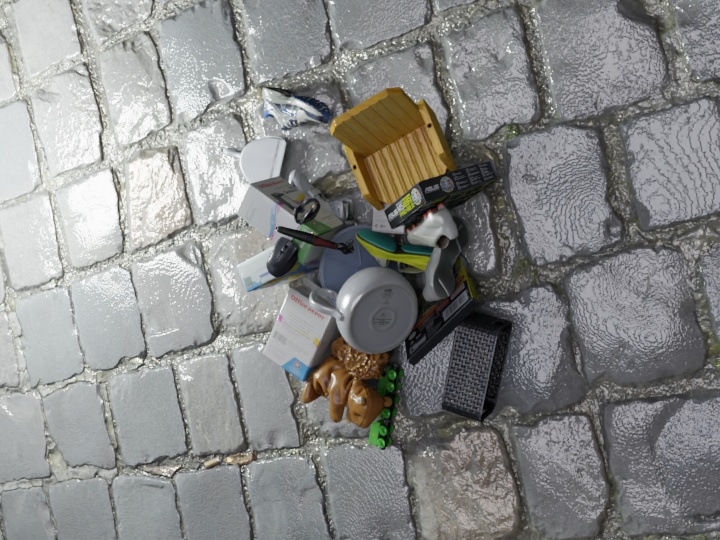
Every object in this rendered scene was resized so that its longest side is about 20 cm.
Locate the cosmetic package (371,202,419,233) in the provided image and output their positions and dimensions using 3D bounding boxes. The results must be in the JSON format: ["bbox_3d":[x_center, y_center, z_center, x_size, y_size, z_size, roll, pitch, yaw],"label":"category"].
[{"bbox_3d":[0.083,-0.187,1.700,0.083,0.107,0.206,7,97,23],"label":"cosmetic package"}]

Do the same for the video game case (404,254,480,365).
[{"bbox_3d":[0.166,0.082,1.650,0.025,0.182,0.200,35,113,-21],"label":"video game case"}]

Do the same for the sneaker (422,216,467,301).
[{"bbox_3d":[0.174,-0.026,1.658,0.069,0.080,0.204,27,64,-15],"label":"sneaker"}]

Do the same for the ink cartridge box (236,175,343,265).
[{"bbox_3d":[-0.157,-0.116,1.718,0.198,0.145,0.089,35,113,13],"label":"ink cartridge box"}]

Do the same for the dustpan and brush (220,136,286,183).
[{"bbox_3d":[-0.272,-0.275,1.898,0.195,0.057,0.143,18,99,16],"label":"dustpan and brush"}]

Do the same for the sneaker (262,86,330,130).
[{"bbox_3d":[-0.153,-0.372,1.826,0.197,0.076,0.087,25,113,29],"label":"sneaker"}]

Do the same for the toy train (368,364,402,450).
[{"bbox_3d":[0.056,0.314,1.784,0.055,0.041,0.206,13,99,34],"label":"toy train"}]

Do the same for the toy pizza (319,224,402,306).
[{"bbox_3d":[0.000,0.000,1.744,0.194,0.032,0.207,-1,93,-16],"label":"toy pizza"}]

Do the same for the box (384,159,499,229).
[{"bbox_3d":[0.166,-0.156,1.583,0.045,0.196,0.160,66,152,7],"label":"box"}]

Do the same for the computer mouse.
[{"bbox_3d":[-0.145,-0.068,1.625,0.058,0.034,0.203,35,113,13],"label":"computer mouse"}]

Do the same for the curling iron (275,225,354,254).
[{"bbox_3d":[-0.092,-0.068,1.602,0.049,0.196,0.026,-26,56,48],"label":"curling iron"}]

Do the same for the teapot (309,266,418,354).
[{"bbox_3d":[0.019,0.071,1.662,0.197,0.201,0.146,-42,35,-1],"label":"teapot"}]

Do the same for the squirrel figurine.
[{"bbox_3d":[-0.011,0.249,1.724,0.185,0.139,0.205,23,94,55],"label":"squirrel figurine"}]

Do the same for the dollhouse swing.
[{"bbox_3d":[0.061,-0.241,1.555,0.196,0.175,0.186,-25,83,20],"label":"dollhouse swing"}]

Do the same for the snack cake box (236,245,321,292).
[{"bbox_3d":[-0.183,-0.011,1.784,0.113,0.199,0.069,-26,85,24],"label":"snack cake box"}]

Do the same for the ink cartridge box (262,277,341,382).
[{"bbox_3d":[-0.117,0.131,1.804,0.127,0.125,0.204,30,104,20],"label":"ink cartridge box"}]

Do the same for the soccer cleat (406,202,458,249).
[{"bbox_3d":[0.147,-0.074,1.593,0.068,0.200,0.079,-30,86,-16],"label":"soccer cleat"}]

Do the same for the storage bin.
[{"bbox_3d":[0.247,0.201,1.630,0.092,0.134,0.206,13,99,23],"label":"storage bin"}]

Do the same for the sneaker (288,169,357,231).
[{"bbox_3d":[-0.085,-0.160,1.800,0.113,0.075,0.204,-26,87,23],"label":"sneaker"}]

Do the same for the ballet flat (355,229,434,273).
[{"bbox_3d":[0.079,-0.033,1.710,0.194,0.067,0.069,13,118,-3],"label":"ballet flat"}]
